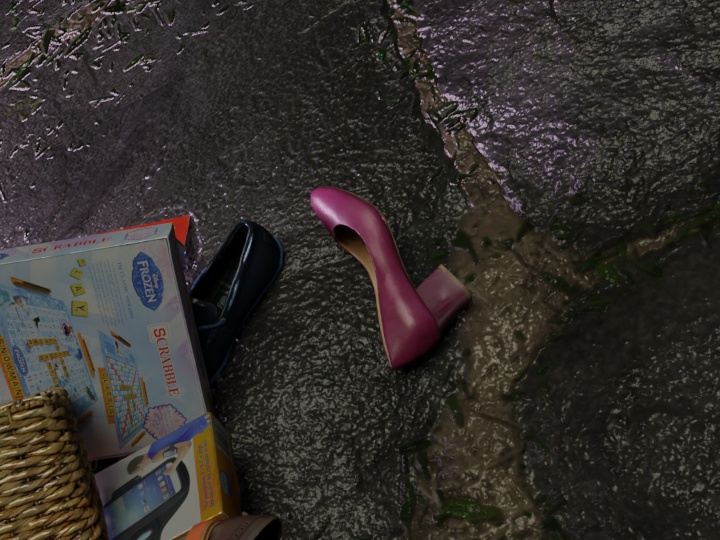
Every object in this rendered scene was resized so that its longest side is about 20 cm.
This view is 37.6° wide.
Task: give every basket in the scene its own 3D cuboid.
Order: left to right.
[{"bbox_3d":[-0.313,0.192,0.847,0.199,0.143,0.150,-18,89,-14],"label":"basket"}]

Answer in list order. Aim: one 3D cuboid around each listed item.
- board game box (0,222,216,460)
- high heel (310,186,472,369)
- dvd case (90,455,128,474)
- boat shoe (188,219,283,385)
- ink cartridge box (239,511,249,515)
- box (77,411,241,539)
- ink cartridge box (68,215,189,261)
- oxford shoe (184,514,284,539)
[{"bbox_3d":[-0.242,0.071,0.927,0.198,0.201,0.041,-8,22,0],"label":"board game box"},{"bbox_3d":[0.000,0.000,0.954,0.096,0.068,0.200,-41,56,-16],"label":"high heel"},{"bbox_3d":[-0.291,0.165,0.997,0.149,0.025,0.201,-9,55,-1],"label":"dvd case"},{"bbox_3d":[-0.154,0.037,1.007,0.084,0.069,0.201,16,69,32],"label":"boat shoe"},{"bbox_3d":[-0.094,0.309,0.788,0.200,0.075,0.164,-51,35,-8],"label":"ink cartridge box"},{"bbox_3d":[-0.194,0.210,0.871,0.199,0.042,0.119,-28,36,5],"label":"box"},{"bbox_3d":[-0.253,-0.011,1.025,0.161,0.050,0.200,-11,31,3],"label":"ink cartridge box"},{"bbox_3d":[-0.092,0.254,0.722,0.072,0.071,0.201,-19,43,20],"label":"oxford shoe"}]
